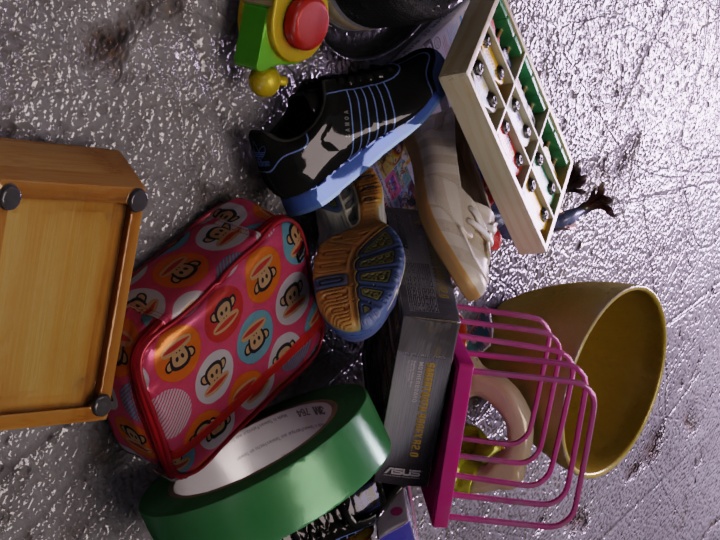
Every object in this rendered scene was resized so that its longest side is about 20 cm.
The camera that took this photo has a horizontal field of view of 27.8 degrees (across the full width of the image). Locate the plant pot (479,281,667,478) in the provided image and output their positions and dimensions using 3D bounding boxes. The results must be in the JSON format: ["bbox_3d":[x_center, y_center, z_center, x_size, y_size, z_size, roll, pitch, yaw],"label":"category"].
[{"bbox_3d":[0.205,0.096,1.504,0.199,0.141,0.202,-24,122,-45],"label":"plant pot"}]

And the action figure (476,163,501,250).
[{"bbox_3d":[0.098,-0.073,1.334,0.065,0.099,0.202,31,56,-21],"label":"action figure"}]

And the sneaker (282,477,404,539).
[{"bbox_3d":[-0.032,0.196,1.207,0.200,0.077,0.071,-34,110,-44],"label":"sneaker"}]

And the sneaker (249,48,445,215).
[{"bbox_3d":[-0.006,-0.134,1.184,0.200,0.070,0.078,-45,119,-27],"label":"sneaker"}]

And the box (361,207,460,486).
[{"bbox_3d":[0.039,0.060,1.242,0.048,0.201,0.160,6,117,-7],"label":"box"}]

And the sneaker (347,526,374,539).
[{"bbox_3d":[-0.019,0.203,1.322,0.073,0.077,0.201,-41,131,-32],"label":"sneaker"}]

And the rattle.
[{"bbox_3d":[0.119,0.111,1.453,0.142,0.129,0.202,-21,101,-52],"label":"rattle"}]

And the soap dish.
[{"bbox_3d":[-0.227,0.015,0.980,0.157,0.081,0.202,1,103,-51],"label":"soap dish"}]

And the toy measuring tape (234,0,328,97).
[{"bbox_3d":[-0.051,-0.231,1.112,0.073,0.073,0.202,0,104,-51],"label":"toy measuring tape"}]

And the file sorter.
[{"bbox_3d":[0.118,0.120,1.255,0.124,0.200,0.141,7,105,-7],"label":"file sorter"}]

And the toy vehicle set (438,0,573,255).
[{"bbox_3d":[0.130,-0.128,1.266,0.201,0.026,0.125,61,36,-35],"label":"toy vehicle set"}]

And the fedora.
[{"bbox_3d":[0.041,-0.258,1.193,0.200,0.091,0.203,-24,123,-44],"label":"fedora"}]

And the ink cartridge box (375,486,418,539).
[{"bbox_3d":[0.031,0.226,1.327,0.201,0.037,0.095,-94,172,-55],"label":"ink cartridge box"}]

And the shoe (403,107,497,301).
[{"bbox_3d":[0.081,-0.062,1.227,0.053,0.201,0.070,-27,138,16],"label":"shoe"}]

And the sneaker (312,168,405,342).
[{"bbox_3d":[0.000,0.000,1.196,0.201,0.074,0.089,-91,177,-51],"label":"sneaker"}]

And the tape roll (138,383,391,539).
[{"bbox_3d":[-0.074,0.157,1.132,0.200,0.199,0.049,-35,104,-38],"label":"tape roll"}]

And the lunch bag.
[{"bbox_3d":[-0.116,0.061,1.144,0.200,0.081,0.177,-43,139,-33],"label":"lunch bag"}]

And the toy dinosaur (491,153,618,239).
[{"bbox_3d":[0.160,-0.045,1.441,0.180,0.105,0.201,-24,146,-15],"label":"toy dinosaur"}]

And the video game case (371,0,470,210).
[{"bbox_3d":[0.053,-0.134,1.323,0.200,0.018,0.144,-47,137,-30],"label":"video game case"}]
